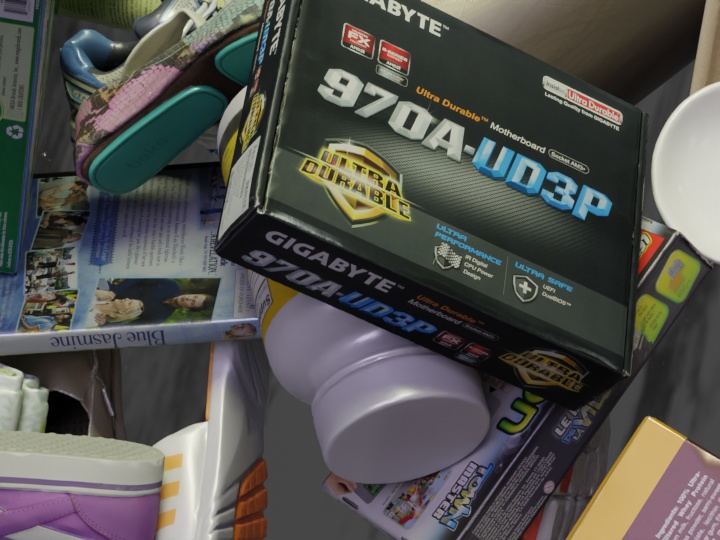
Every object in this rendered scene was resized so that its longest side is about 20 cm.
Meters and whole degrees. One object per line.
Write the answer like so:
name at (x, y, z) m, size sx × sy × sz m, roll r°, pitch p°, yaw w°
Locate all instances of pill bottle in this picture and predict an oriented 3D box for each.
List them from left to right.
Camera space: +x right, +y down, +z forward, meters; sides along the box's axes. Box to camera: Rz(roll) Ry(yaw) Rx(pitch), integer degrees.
pill bottle at (0.000, 0.000, 1.064) m, size 0.111 × 0.111 × 0.200 m, roll -22°, pitch 57°, yaw 9°

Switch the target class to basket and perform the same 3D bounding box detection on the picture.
basket at (0.125, -0.158, 1.140) m, size 0.200 × 0.136 × 0.180 m, roll -28°, pitch 67°, yaw 3°

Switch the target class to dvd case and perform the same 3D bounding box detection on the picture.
dvd case at (-0.129, -0.009, 1.167) m, size 0.200 × 0.018 × 0.143 m, roll -4°, pitch 39°, yaw 2°

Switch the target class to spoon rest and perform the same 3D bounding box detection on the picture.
spoon rest at (0.241, -0.031, 1.065) m, size 0.200 × 0.061 × 0.099 m, roll 20°, pitch 77°, yaw 1°

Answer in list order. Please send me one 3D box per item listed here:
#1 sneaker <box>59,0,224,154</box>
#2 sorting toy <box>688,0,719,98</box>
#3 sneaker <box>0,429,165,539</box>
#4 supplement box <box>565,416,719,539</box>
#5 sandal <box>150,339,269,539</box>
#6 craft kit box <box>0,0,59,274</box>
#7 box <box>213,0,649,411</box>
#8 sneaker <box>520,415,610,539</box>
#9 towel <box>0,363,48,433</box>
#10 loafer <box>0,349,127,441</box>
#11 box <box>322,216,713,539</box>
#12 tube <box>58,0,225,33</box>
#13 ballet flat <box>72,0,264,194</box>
sneaker at (-0.084, -0.112, 1.178) m, size 0.200 × 0.077 × 0.085 m, roll -9°, pitch 112°, yaw 26°
sorting toy at (0.273, -0.118, 1.081) m, size 0.200 × 0.036 × 0.185 m, roll 11°, pitch 115°, yaw 9°
sneaker at (-0.202, 0.135, 1.075) m, size 0.200 × 0.073 × 0.114 m, roll 9°, pitch 98°, yaw -14°
supplement box at (0.191, 0.189, 0.983) m, size 0.200 × 0.197 × 0.133 m, roll 32°, pitch 85°, yaw 21°
sandal at (-0.086, 0.099, 1.158) m, size 0.059 × 0.079 × 0.207 m, roll -4°, pitch 65°, yaw 16°
craft kit box at (-0.184, -0.137, 1.148) m, size 0.049 × 0.200 × 0.198 m, roll 10°, pitch 41°, yaw -5°
box at (0.039, -0.042, 1.003) m, size 0.200 × 0.046 × 0.159 m, roll 24°, pitch 52°, yaw -20°
sneaker at (0.072, 0.121, 1.105) m, size 0.082 × 0.077 × 0.200 m, roll 10°, pitch 77°, yaw 25°
towel at (-0.257, 0.126, 1.170) m, size 0.171 × 0.048 × 0.200 m, roll 18°, pitch 97°, yaw 35°
loafer at (-0.171, 0.068, 1.190) m, size 0.076 × 0.068 × 0.200 m, roll -23°, pitch 70°, yaw 9°
box at (0.076, 0.054, 1.074) m, size 0.200 × 0.035 × 0.110 m, roll -53°, pitch 37°, yaw -6°
tube at (-0.132, -0.169, 1.256) m, size 0.200 × 0.052 × 0.058 m, roll 18°, pitch 75°, yaw 20°
ballet flat at (-0.073, -0.113, 1.114) m, size 0.200 × 0.069 × 0.071 m, roll -31°, pitch 59°, yaw 22°
